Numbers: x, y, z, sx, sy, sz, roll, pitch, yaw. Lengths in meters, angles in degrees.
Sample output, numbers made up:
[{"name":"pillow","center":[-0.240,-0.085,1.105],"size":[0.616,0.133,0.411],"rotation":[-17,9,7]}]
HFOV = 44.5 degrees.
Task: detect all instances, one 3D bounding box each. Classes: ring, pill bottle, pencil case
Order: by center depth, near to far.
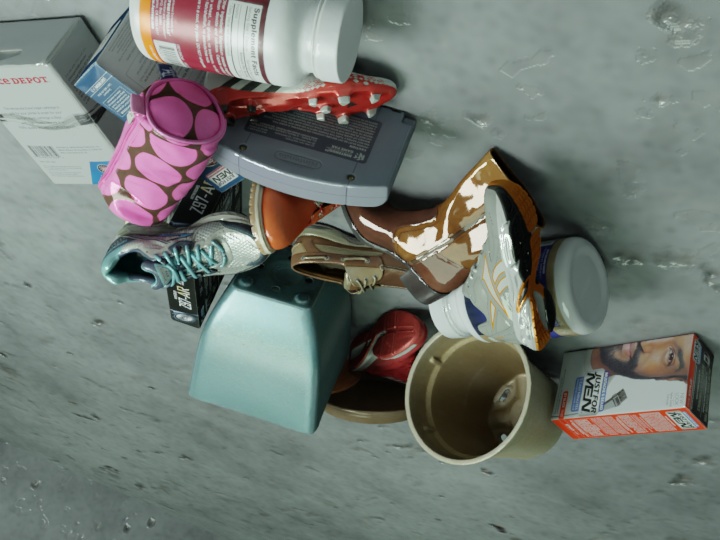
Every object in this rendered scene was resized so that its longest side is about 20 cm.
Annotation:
[{"name":"pill bottle","center":[-0.104,-0.237,0.828],"size":[0.200,0.113,0.113],"rotation":[13,149,10]},{"name":"pencil case","center":[-0.213,-0.119,0.910],"size":[0.094,0.091,0.200],"rotation":[-6,158,-31]},{"name":"pill bottle","center":[0.189,0.029,1.075],"size":[0.200,0.116,0.116],"rotation":[-10,138,41]},{"name":"ring","center":[-0.099,0.158,1.400],"size":[0.200,0.200,0.019],"rotation":[12,108,14]}]

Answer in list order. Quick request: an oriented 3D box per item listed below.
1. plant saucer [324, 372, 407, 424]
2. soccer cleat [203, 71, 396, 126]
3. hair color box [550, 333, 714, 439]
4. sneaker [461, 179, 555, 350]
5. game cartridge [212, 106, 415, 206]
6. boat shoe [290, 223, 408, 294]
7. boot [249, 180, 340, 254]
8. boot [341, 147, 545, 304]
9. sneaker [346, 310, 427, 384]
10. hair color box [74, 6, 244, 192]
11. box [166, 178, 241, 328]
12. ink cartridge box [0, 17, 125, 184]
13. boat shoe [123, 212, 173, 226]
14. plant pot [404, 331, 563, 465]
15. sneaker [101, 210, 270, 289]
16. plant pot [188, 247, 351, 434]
[{"name":"plant saucer","center":[0.016,0.197,1.390],"size":[0.200,0.200,0.030],"rotation":[8,105,19]},{"name":"soccer cleat","center":[-0.063,-0.200,0.912],"size":[0.200,0.085,0.069],"rotation":[-4,167,-2]},{"name":"hair color box","center":[0.363,0.159,1.182],"size":[0.200,0.111,0.064],"rotation":[-16,134,44]},{"name":"sneaker","center":[0.146,-0.002,0.951],"size":[0.092,0.076,0.200],"rotation":[2,118,33]},{"name":"game cartridge","center":[-0.053,-0.137,0.937],"size":[0.200,0.133,0.042],"rotation":[17,148,7]},{"name":"boat shoe","center":[0.000,0.000,1.180],"size":[0.200,0.072,0.076],"rotation":[14,149,10]},{"name":"boot","center":[-0.049,-0.089,0.960],"size":[0.107,0.200,0.075],"rotation":[-1,125,23]},{"name":"boot","center":[0.086,-0.073,1.012],"size":[0.188,0.068,0.200],"rotation":[54,134,6]},{"name":"sneaker","center":[0.072,0.121,1.350],"size":[0.115,0.078,0.200],"rotation":[19,158,-24]},{"name":"hair color box","center":[-0.201,-0.187,0.975],"size":[0.200,0.100,0.061],"rotation":[37,144,-25]},{"name":"box","center":[-0.203,-0.040,1.150],"size":[0.043,0.160,0.200],"rotation":[18,150,3]},{"name":"ink cartridge box","center":[-0.356,-0.199,1.062],"size":[0.145,0.084,0.200],"rotation":[4,146,25]},{"name":"boat shoe","center":[-0.293,-0.073,1.245],"size":[0.069,0.071,0.200],"rotation":[25,157,-10]},{"name":"plant pot","center":[0.196,0.191,1.264],"size":[0.200,0.201,0.183],"rotation":[-7,158,37]},{"name":"sneaker","center":[-0.195,-0.010,0.977],"size":[0.200,0.086,0.078],"rotation":[-5,120,20]},{"name":"plant pot","center":[-0.119,0.076,1.263],"size":[0.196,0.196,0.200],"rotation":[16,130,7]}]
